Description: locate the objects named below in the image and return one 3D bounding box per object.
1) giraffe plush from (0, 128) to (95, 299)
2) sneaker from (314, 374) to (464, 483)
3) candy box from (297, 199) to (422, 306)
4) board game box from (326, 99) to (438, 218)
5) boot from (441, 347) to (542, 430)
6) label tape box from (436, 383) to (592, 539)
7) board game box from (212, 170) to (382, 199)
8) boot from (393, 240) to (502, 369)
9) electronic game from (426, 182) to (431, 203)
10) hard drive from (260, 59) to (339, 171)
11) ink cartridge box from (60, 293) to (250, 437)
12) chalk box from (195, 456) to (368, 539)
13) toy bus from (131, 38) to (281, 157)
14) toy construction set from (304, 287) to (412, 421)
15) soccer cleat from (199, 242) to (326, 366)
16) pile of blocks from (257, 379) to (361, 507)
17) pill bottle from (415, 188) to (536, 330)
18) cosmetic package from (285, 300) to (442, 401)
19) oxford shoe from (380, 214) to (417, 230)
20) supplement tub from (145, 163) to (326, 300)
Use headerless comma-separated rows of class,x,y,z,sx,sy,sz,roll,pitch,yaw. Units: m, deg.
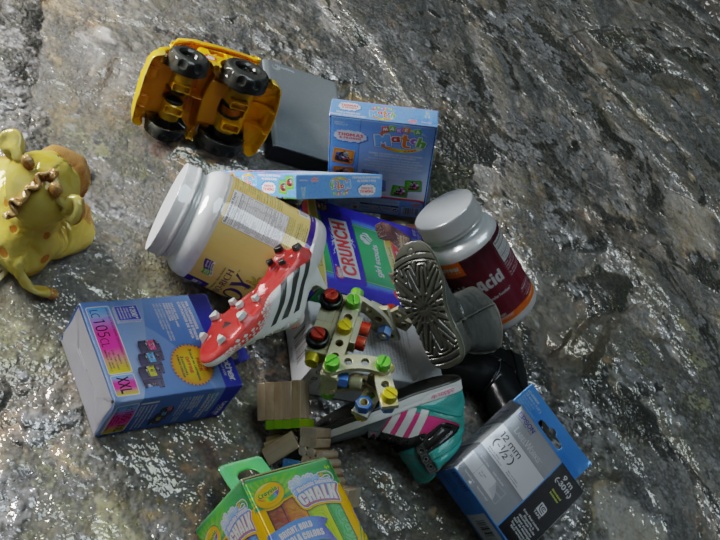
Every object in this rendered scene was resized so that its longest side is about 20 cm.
giraffe plush,-0.376,-0.083,1.203,0.172,0.162,0.201,25,42,-18
sneaker,0.048,0.217,1.333,0.199,0.084,0.121,-16,96,-12
candy box,0.000,0.000,1.490,0.199,0.077,0.170,14,46,-27
board game box,0.028,-0.158,1.520,0.151,0.200,0.037,7,54,1
boot,0.164,0.160,1.478,0.162,0.073,0.199,23,36,-23
label tape box,0.215,0.257,1.367,0.200,0.066,0.144,-36,91,-26
board game box,-0.092,-0.120,1.455,0.151,0.200,0.037,-5,99,-41
boot,0.126,0.039,1.398,0.200,0.072,0.183,-18,93,-60
electronic game,0.042,-0.183,1.707,0.200,0.042,0.201,32,37,-28
hard drive,-0.092,-0.244,1.674,0.139,0.033,0.201,14,47,-28
ink cartridge box,-0.229,0.104,1.220,0.199,0.076,0.137,-3,56,-42
chalk box,-0.084,0.287,1.127,0.124,0.124,0.200,-8,60,-42
toy bus,-0.236,-0.279,1.532,0.199,0.136,0.192,11,35,-27
toy construction set,0.002,0.090,1.288,0.131,0.092,0.200,14,35,6
soccer cleat,-0.111,0.052,1.237,0.200,0.068,0.085,-52,123,-33
pile of blocks,-0.064,0.222,1.261,0.201,0.082,0.062,65,14,16
pill bottle,0.170,-0.014,1.551,0.200,0.114,0.114,56,34,-24
cosmetic package,0.006,0.117,1.392,0.199,0.071,0.102,14,47,-27
oxford shoe,0.121,-0.074,1.658,0.199,0.071,0.074,1,51,-38
supplement tub,-0.160,-0.039,1.347,0.199,0.145,0.146,26,42,-16
